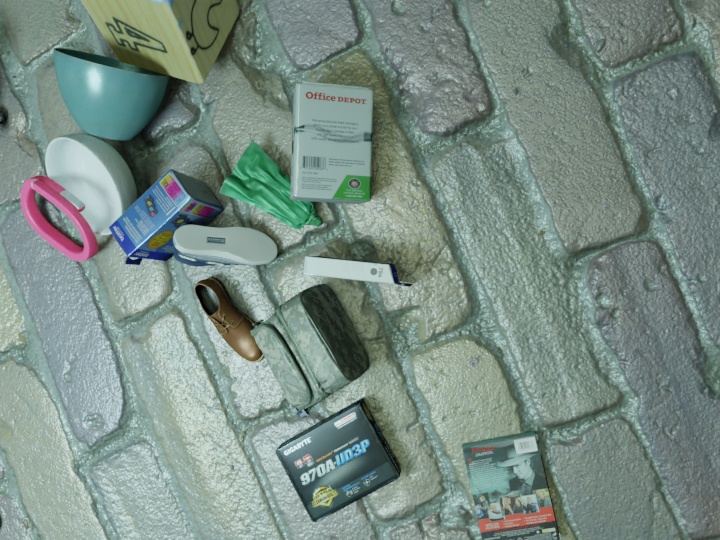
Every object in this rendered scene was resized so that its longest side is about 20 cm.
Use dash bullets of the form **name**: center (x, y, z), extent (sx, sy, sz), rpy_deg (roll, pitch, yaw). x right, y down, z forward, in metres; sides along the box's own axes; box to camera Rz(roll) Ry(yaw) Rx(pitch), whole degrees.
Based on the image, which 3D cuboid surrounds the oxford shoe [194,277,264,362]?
- **oxford shoe**: center (-0.264, 0.103, 1.078), extent (0.071, 0.071, 0.201), rpy_deg (-40, 87, 6)

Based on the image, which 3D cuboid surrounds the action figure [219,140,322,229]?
- **action figure**: center (-0.158, -0.144, 1.062), extent (0.199, 0.055, 0.119), rpy_deg (34, 95, -1)

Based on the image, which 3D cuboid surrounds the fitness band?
- **fitness band**: center (-0.612, -0.103, 1.108), extent (0.199, 0.037, 0.145), rpy_deg (35, 130, 9)

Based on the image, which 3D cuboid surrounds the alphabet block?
- **alphabet block**: center (-0.359, -0.496, 0.982), extent (0.194, 0.200, 0.198), rpy_deg (19, 73, 9)

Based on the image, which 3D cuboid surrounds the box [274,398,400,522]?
- **box**: center (-0.043, 0.369, 1.062), extent (0.198, 0.046, 0.161), rpy_deg (-30, 87, 9)

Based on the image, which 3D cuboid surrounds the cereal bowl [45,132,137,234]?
- **cereal bowl**: center (-0.519, -0.178, 1.083), extent (0.197, 0.083, 0.203), rpy_deg (15, 126, 22)

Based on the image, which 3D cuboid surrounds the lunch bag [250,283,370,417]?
- **lunch bag**: center (-0.100, 0.152, 1.026), extent (0.167, 0.139, 0.202), rpy_deg (-33, 86, 25)

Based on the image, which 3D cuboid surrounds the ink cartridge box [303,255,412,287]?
- **ink cartridge box**: center (0.000, 0.000, 1.018), extent (0.196, 0.099, 0.040), rpy_deg (7, 92, 8)

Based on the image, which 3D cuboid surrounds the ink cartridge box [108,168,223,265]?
- **ink cartridge box**: center (-0.382, -0.091, 1.056), extent (0.199, 0.136, 0.077), rpy_deg (-39, 81, 8)

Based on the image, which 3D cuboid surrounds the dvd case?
- **dvd case**: center (0.281, 0.416, 1.026), extent (0.144, 0.022, 0.203), rpy_deg (-14, 91, 9)

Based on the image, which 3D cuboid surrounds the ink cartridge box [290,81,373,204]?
- **ink cartridge box**: center (-0.054, -0.230, 1.007), extent (0.144, 0.083, 0.204), rpy_deg (2, 92, -13)

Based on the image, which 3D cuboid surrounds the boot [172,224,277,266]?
- **boot**: center (-0.268, -0.041, 1.080), extent (0.197, 0.090, 0.074), rpy_deg (10, 67, -17)

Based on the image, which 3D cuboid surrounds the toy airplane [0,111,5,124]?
- **toy airplane**: center (-0.821, -0.365, 1.086), extent (0.139, 0.200, 0.203), rpy_deg (4, 92, -4)

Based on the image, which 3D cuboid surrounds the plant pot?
- **plant pot**: center (-0.479, -0.329, 1.046), extent (0.197, 0.200, 0.137), rpy_deg (18, 109, 8)
